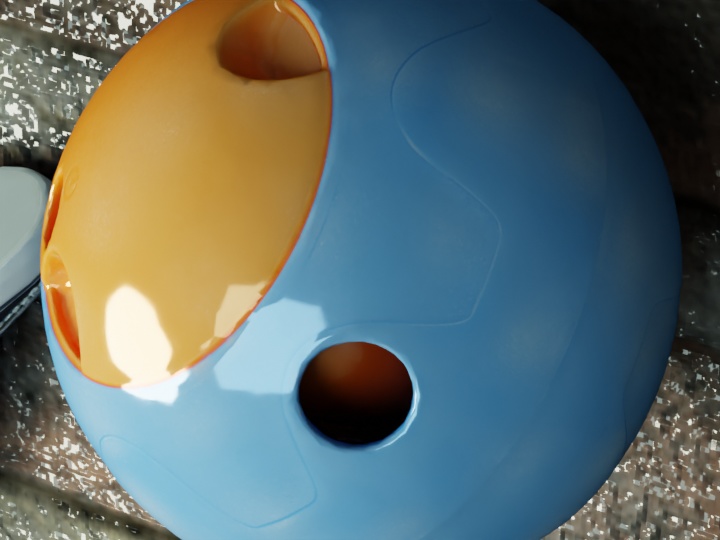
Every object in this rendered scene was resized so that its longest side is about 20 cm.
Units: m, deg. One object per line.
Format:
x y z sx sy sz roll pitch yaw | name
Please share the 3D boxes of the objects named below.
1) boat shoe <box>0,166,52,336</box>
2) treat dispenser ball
-0.173 0.037 1.067 0.200 0.071 0.091 -33 131 22 | boat shoe
0.000 0.000 0.837 0.200 0.201 0.202 15 120 27 | treat dispenser ball
